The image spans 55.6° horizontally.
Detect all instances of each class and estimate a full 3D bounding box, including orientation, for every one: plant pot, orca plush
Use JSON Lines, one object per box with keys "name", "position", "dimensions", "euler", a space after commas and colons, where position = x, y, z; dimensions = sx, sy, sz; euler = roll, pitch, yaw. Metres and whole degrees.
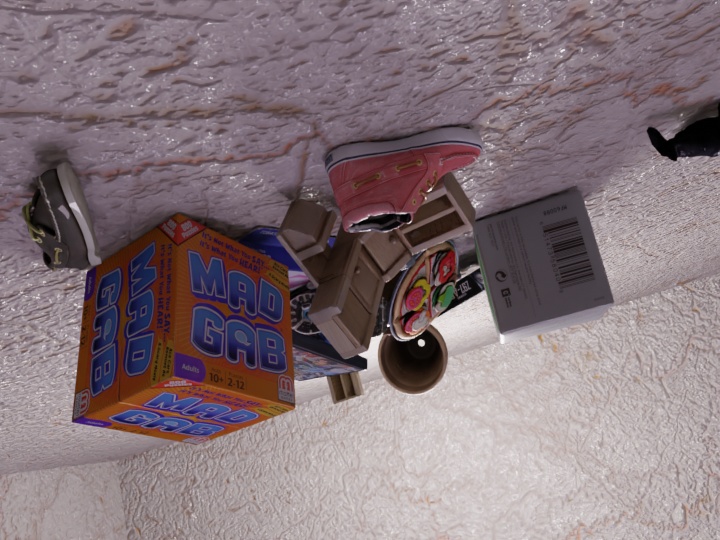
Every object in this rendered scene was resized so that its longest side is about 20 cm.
{"name": "plant pot", "position": [0.159, 0.223, 1.908], "dimensions": [0.195, 0.206, 0.174], "euler": [-19, -179, 18]}
{"name": "orca plush", "position": [0.481, -0.205, 0.952], "dimensions": [0.194, 0.073, 0.106], "euler": [-5, -152, -20]}

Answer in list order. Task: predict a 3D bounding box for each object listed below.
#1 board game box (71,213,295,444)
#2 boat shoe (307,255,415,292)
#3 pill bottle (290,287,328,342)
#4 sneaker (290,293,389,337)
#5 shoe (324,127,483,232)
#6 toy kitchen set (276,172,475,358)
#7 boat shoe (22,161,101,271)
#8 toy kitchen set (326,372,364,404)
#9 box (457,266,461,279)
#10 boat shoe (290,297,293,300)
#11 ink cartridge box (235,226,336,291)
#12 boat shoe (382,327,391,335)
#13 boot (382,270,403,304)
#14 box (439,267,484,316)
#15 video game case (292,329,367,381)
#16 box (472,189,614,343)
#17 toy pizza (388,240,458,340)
{"name": "board game box", "position": [-0.223, 0.089, 0.882], "dimensions": [0.197, 0.205, 0.198], "euler": [-24, 148, 31]}
{"name": "boat shoe", "position": [0.000, 0.000, 1.094], "dimensions": [0.197, 0.074, 0.062], "euler": [-26, 117, 27]}
{"name": "pill bottle", "position": [-0.133, 0.107, 1.291], "dimensions": [0.196, 0.117, 0.113], "euler": [-21, 164, 21]}
{"name": "sneaker", "position": [-0.041, 0.066, 1.143], "dimensions": [0.195, 0.081, 0.089], "euler": [7, 179, -26]}
{"name": "shoe", "position": [0.060, -0.101, 0.787], "dimensions": [0.194, 0.094, 0.072], "euler": [-11, 165, -17]}
{"name": "toy kitchen set", "position": [0.019, -0.041, 0.843], "dimensions": [0.177, 0.203, 0.164], "euler": [-22, 122, 31]}
{"name": "boat shoe", "position": [-0.296, -0.044, 0.672], "dimensions": [0.059, 0.074, 0.202], "euler": [-14, 169, -20]}
{"name": "toy kitchen set", "position": [-0.027, 0.210, 1.632], "dimensions": [0.159, 0.186, 0.200], "euler": [-18, 169, 7]}
{"name": "box", "position": [0.088, 0.033, 1.377], "dimensions": [0.154, 0.051, 0.200], "euler": [-8, 163, -27]}
{"name": "boat shoe", "position": [-0.185, 0.081, 1.180], "dimensions": [0.193, 0.077, 0.066], "euler": [0, 174, -1]}
{"name": "ink cartridge box", "position": [-0.147, -0.001, 1.039], "dimensions": [0.197, 0.045, 0.194], "euler": [-25, 162, 35]}
{"name": "boat shoe", "position": [0.008, 0.115, 1.509], "dimensions": [0.193, 0.076, 0.063], "euler": [2, -178, 6]}
{"name": "boot", "position": [0.012, 0.056, 1.212], "dimensions": [0.202, 0.073, 0.075], "euler": [-53, 131, -2]}
{"name": "box", "position": [0.227, 0.037, 1.436], "dimensions": [0.198, 0.044, 0.159], "euler": [-35, 171, 34]}
{"name": "video game case", "position": [-0.115, 0.153, 1.196], "dimensions": [0.178, 0.026, 0.198], "euler": [-16, 150, 39]}
{"name": "box", "position": [0.312, 0.002, 1.199], "dimensions": [0.194, 0.205, 0.171], "euler": [-16, 166, 10]}
{"name": "toy pizza", "position": [0.123, 0.040, 1.233], "dimensions": [0.198, 0.031, 0.204], "euler": [-34, 139, -35]}
